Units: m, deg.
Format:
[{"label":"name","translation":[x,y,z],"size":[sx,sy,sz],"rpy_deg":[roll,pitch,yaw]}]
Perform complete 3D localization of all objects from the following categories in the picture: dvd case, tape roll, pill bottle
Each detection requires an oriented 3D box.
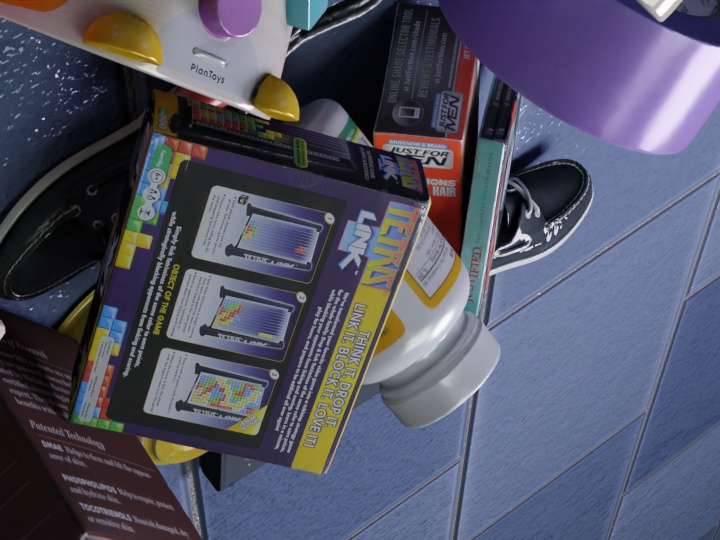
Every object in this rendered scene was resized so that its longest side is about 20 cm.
[{"label":"dvd case","translation":[0.094,-0.075,1.164],"size":[0.201,0.022,0.147],"rpy_deg":[-69,168,-55]},{"label":"tape roll","translation":[0.154,-0.171,1.070],"size":[0.199,0.200,0.085],"rpy_deg":[-8,138,-49]},{"label":"pill bottle","translation":[0.000,0.000,1.064],"size":[0.112,0.201,0.113],"rpy_deg":[-37,-165,11]}]

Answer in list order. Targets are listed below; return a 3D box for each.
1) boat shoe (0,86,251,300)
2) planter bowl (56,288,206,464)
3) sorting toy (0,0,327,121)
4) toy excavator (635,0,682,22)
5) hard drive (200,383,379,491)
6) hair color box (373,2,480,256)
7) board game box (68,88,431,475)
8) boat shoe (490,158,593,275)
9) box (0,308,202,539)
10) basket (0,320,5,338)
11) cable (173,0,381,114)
[{"label":"boat shoe","translation":[-0.139,-0.039,1.007],"size":[0.199,0.066,0.075],"rpy_deg":[-37,153,-13]},{"label":"planter bowl","translation":[-0.130,0.076,1.174],"size":[0.199,0.084,0.201],"rpy_deg":[-34,153,-20]},{"label":"sorting toy","translation":[-0.076,-0.185,0.839],"size":[0.199,0.106,0.182],"rpy_deg":[16,96,-46]},{"label":"toy excavator","translation":[0.095,-0.216,0.869],"size":[0.100,0.200,0.195],"rpy_deg":[-49,-179,12]},{"label":"hard drive","translation":[-0.043,0.092,1.375],"size":[0.199,0.033,0.140],"rpy_deg":[-30,151,-25]},{"label":"hair color box","translation":[0.049,-0.077,1.156],"size":[0.201,0.063,0.112],"rpy_deg":[83,15,-58]},{"label":"board game box","translation":[-0.068,0.011,0.965],"size":[0.163,0.057,0.202],"rpy_deg":[13,119,-15]},{"label":"boat shoe","translation":[0.113,-0.039,1.351],"size":[0.199,0.076,0.061],"rpy_deg":[-34,159,-19]},{"label":"box","translation":[-0.226,0.148,1.001],"size":[0.166,0.201,0.164],"rpy_deg":[-42,154,8]},{"label":"basket","translation":[-0.288,0.013,0.805],"size":[0.124,0.135,0.200],"rpy_deg":[-47,154,1]},{"label":"cable","translation":[-0.049,-0.137,0.982],"size":[0.198,0.050,0.098],"rpy_deg":[-23,110,-27]}]
